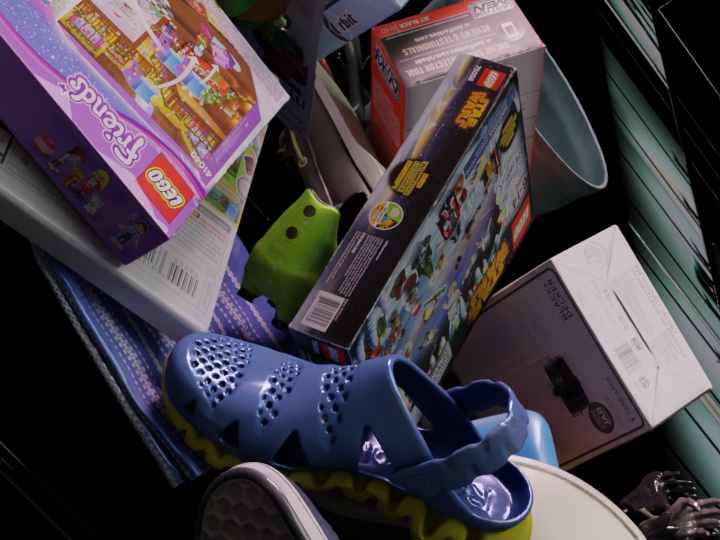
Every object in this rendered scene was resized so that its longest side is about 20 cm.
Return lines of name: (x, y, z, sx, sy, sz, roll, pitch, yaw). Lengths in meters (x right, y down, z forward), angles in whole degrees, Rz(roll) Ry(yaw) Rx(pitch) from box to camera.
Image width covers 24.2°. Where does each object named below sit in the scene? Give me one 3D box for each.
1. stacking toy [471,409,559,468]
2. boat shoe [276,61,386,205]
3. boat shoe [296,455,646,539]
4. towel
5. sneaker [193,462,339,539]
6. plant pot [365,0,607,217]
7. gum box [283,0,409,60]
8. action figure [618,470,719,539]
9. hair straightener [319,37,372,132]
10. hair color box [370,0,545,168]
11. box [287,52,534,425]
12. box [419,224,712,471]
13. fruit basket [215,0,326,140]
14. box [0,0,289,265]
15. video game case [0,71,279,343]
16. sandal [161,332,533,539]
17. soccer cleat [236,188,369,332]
stacking toy: (0.093, 0.169, 1.016, 0.200, 0.109, 0.117, 43, 32, -61)
boat shoe: (-0.023, -0.078, 1.126, 0.072, 0.060, 0.202, 44, 13, -52)
boat shoe: (0.054, 0.138, 0.881, 0.199, 0.062, 0.075, 15, 53, -7)
towel: (-0.088, 0.026, 0.895, 0.145, 0.024, 0.200, 58, 21, 2)
sneaker: (0.004, 0.168, 0.805, 0.146, 0.077, 0.203, -30, 97, -59)
plant pot: (0.086, -0.116, 1.334, 0.200, 0.134, 0.201, 47, 22, -26)
gum box: (0.047, -0.238, 1.142, 0.045, 0.200, 0.170, 47, -19, -11)
action figure: (0.243, 0.224, 1.257, 0.119, 0.102, 0.200, 64, 17, -17)
hair straightener: (0.003, -0.156, 1.249, 0.200, 0.077, 0.041, -107, 176, -55)
hair color box: (0.062, -0.090, 1.151, 0.201, 0.101, 0.061, 92, -23, -53)
box: (0.035, -0.002, 0.935, 0.201, 0.040, 0.137, -59, 155, -26)
box: (0.110, 0.066, 1.039, 0.060, 0.200, 0.117, -27, 82, -36)
fruit basket: (-0.094, -0.179, 0.961, 0.185, 0.200, 0.094, 43, 61, 15)
box: (-0.134, -0.121, 0.815, 0.200, 0.039, 0.137, 52, 41, -15)
video game case: (-0.135, -0.087, 0.845, 0.200, 0.023, 0.183, 37, 46, -28)
sandal: (0.002, 0.070, 0.813, 0.199, 0.087, 0.080, 19, 39, -5)
soccer cleat: (0.000, 0.000, 0.974, 0.067, 0.081, 0.200, 38, 9, 21)
